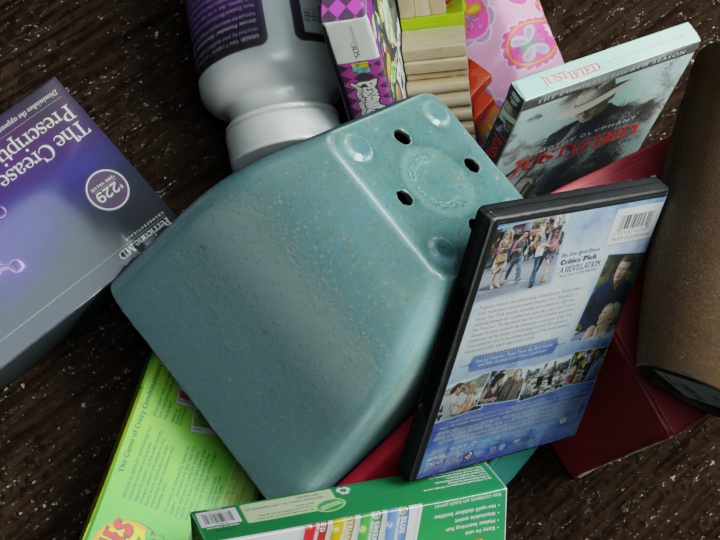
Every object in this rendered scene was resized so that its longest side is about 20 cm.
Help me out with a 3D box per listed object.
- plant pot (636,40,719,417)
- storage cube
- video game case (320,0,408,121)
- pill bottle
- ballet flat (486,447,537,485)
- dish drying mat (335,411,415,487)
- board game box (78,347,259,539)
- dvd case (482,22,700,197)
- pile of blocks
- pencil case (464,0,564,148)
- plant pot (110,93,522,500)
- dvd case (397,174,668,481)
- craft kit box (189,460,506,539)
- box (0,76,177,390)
[{"bbox_3d":[0.254,-0.010,1.019,0.187,0.187,0.200,27,82,-5],"label":"plant pot"},{"bbox_3d":[0.203,0.021,1.168,0.200,0.171,0.180,-26,82,-22],"label":"storage cube"},{"bbox_3d":[0.005,-0.196,1.162,0.036,0.181,0.200,-6,58,9],"label":"video game case"},{"bbox_3d":[-0.068,-0.172,1.188,0.111,0.111,0.200,-5,73,-17],"label":"pill bottle"},{"bbox_3d":[0.066,0.145,1.138,0.067,0.067,0.200,35,93,37],"label":"ballet flat"},{"bbox_3d":[0.056,0.100,1.074,0.200,0.077,0.018,-44,57,12],"label":"dish drying mat"},{"bbox_3d":[-0.119,0.140,1.104,0.101,0.048,0.200,21,67,-7],"label":"board game box"},{"bbox_3d":[0.147,-0.092,1.174,0.146,0.200,0.022,-20,66,-21],"label":"dvd case"},{"bbox_3d":[0.065,-0.152,1.205,0.062,0.082,0.200,-5,104,7],"label":"pile of blocks"},{"bbox_3d":[0.105,-0.171,1.254,0.087,0.087,0.200,-13,75,-19],"label":"pencil case"},{"bbox_3d":[0.000,0.000,1.061,0.196,0.200,0.196,-28,76,-46],"label":"plant pot"},{"bbox_3d":[0.105,0.037,1.011,0.143,0.200,0.018,-10,41,-34],"label":"dvd case"},{"bbox_3d":[-0.006,0.232,1.049,0.200,0.049,0.198,-8,116,-18],"label":"craft kit box"},{"bbox_3d":[-0.241,-0.013,1.106,0.200,0.079,0.141,-41,89,-23],"label":"box"}]
